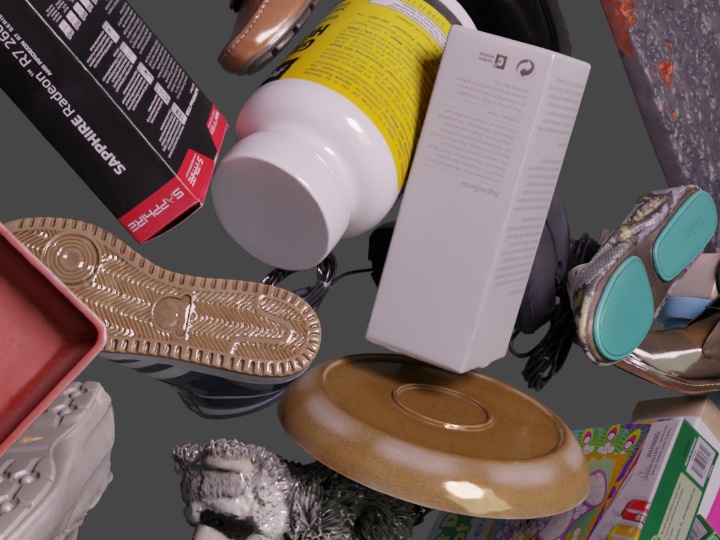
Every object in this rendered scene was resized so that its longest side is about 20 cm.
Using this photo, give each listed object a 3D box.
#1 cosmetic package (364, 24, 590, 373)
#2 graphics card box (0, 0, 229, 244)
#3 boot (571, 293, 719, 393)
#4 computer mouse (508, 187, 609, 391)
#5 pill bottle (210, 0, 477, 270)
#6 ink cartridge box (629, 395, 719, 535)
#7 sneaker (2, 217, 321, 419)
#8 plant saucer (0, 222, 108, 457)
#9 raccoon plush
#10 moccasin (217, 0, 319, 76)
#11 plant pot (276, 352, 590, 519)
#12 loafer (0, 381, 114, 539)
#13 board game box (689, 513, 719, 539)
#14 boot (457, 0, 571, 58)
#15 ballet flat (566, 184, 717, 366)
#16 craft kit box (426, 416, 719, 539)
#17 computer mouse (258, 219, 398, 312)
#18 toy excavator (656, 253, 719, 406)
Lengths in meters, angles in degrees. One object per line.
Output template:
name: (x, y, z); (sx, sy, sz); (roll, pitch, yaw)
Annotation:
cosmetic package: (0.075, -0.045, 0.929); (0.101, 0.071, 0.202); (-7, 114, -68)
graphics card box: (-0.160, -0.123, 0.834); (0.200, 0.051, 0.126); (51, 19, -20)
boot: (0.256, 0.042, 1.089); (0.198, 0.075, 0.098); (15, 97, -15)
computer mouse: (0.124, -0.020, 1.047); (0.200, 0.052, 0.139); (51, 56, -37)
pill bottle: (-0.009, -0.094, 0.936); (0.113, 0.112, 0.200); (52, 47, -17)
ink cartridge box: (0.243, 0.222, 1.107); (0.165, 0.075, 0.201); (48, 56, -22)
sneaker: (-0.125, 0.033, 0.863); (0.198, 0.109, 0.071); (16, 70, -3)
plant saucer: (-0.253, 0.035, 0.696); (0.200, 0.037, 0.200); (43, 83, 1)
raccoon plush: (-0.029, 0.122, 0.912); (0.134, 0.096, 0.200); (53, 42, -7)
moccasin: (-0.055, -0.215, 0.962); (0.077, 0.073, 0.203); (28, 66, -21)
plant pot: (0.048, 0.093, 0.904); (0.199, 0.200, 0.028); (2, 110, -38)
loafer: (-0.168, 0.124, 0.753); (0.200, 0.069, 0.071); (-61, 144, -67)
board game box: (0.197, 0.278, 1.008); (0.200, 0.029, 0.135); (-41, 112, 6)
boot: (0.065, -0.204, 1.050); (0.157, 0.079, 0.213); (13, 62, -43)
ballet flat: (0.187, 0.005, 1.049); (0.200, 0.072, 0.072); (-43, 107, -42)
craft kit box: (0.109, 0.191, 0.926); (0.048, 0.197, 0.201); (41, 57, -21)
computer mouse: (0.000, 0.000, 0.978); (0.199, 0.034, 0.059); (-15, 104, -45)
toy excavator: (0.312, 0.095, 1.190); (0.193, 0.100, 0.202); (19, 82, -32)
